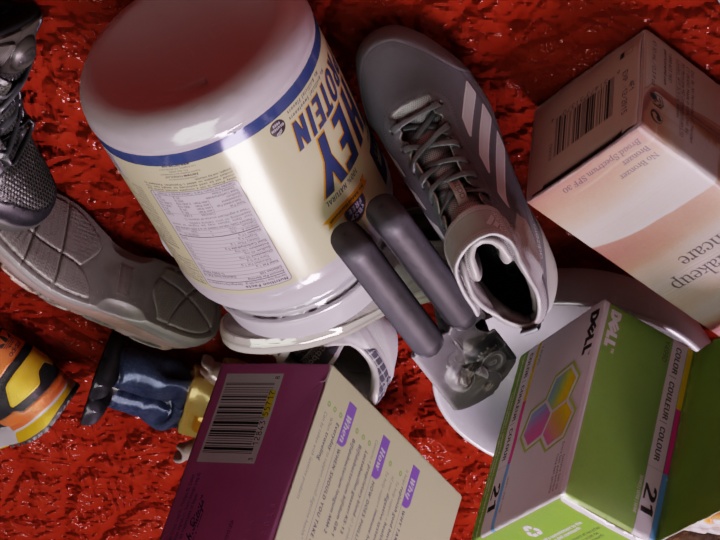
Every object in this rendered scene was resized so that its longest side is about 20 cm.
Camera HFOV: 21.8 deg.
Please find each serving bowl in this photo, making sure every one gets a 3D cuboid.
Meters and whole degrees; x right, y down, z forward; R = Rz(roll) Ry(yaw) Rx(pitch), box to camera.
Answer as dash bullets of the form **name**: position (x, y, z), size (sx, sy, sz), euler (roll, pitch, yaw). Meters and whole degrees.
- **serving bowl**: position (0.152, 0.062, 1.294), size (0.200, 0.066, 0.200), euler (7, 140, 6)

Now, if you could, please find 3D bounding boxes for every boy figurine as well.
- **boy figurine**: position (-0.109, 0.113, 1.415), size (0.200, 0.065, 0.124), euler (21, 135, -8)

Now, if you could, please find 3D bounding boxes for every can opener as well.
- **can opener**: position (0.037, 0.017, 1.151), size (0.053, 0.067, 0.200), euler (-38, 135, 0)

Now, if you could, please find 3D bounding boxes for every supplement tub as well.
- **supplement tub**: position (-0.066, -0.068, 1.127), size (0.145, 0.145, 0.200), euler (-8, 137, 21)

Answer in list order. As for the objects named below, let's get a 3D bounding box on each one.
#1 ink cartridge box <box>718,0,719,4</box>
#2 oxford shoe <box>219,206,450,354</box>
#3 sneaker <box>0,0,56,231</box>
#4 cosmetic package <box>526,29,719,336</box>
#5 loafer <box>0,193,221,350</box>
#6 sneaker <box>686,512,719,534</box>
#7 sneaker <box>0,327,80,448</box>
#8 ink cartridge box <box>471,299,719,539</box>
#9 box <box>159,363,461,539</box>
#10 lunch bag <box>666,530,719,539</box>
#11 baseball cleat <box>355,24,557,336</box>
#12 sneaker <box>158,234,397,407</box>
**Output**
- **ink cartridge box**: position (0.189, -0.156, 0.926), size (0.050, 0.200, 0.161), euler (-28, 129, 15)
- **oxford shoe**: position (0.000, 0.000, 1.216), size (0.200, 0.075, 0.058), euler (-20, 122, -7)
- **sneaker**: position (-0.232, -0.102, 1.177), size (0.114, 0.076, 0.200), euler (-6, 132, 29)
- **cosmetic package**: position (0.208, -0.042, 1.142), size (0.200, 0.087, 0.103), euler (31, 135, -23)
- **loafer**: position (-0.194, 0.006, 1.306), size (0.200, 0.072, 0.063), euler (30, 144, -26)
- **sneaker**: position (0.186, 0.134, 1.270), size (0.200, 0.077, 0.078), euler (0, 167, 40)
- **sneaker**: position (-0.309, 0.102, 1.453), size (0.200, 0.070, 0.090), euler (-26, 113, 35)
- **ink cartridge box**: position (0.164, 0.090, 1.137), size (0.076, 0.148, 0.200), euler (28, 145, -15)
- **box**: position (-0.035, 0.187, 1.291), size (0.096, 0.176, 0.200), euler (-2, 147, 34)
- **lunch bag**: position (0.284, 0.190, 1.326), size (0.164, 0.118, 0.200), euler (-17, 167, 29)
- **baseball cleat**: position (0.060, -0.055, 1.097), size (0.070, 0.106, 0.200), euler (-33, 96, 12)
- **sneaker**: position (-0.054, 0.018, 1.278), size (0.200, 0.081, 0.076), euler (31, 138, -21)
